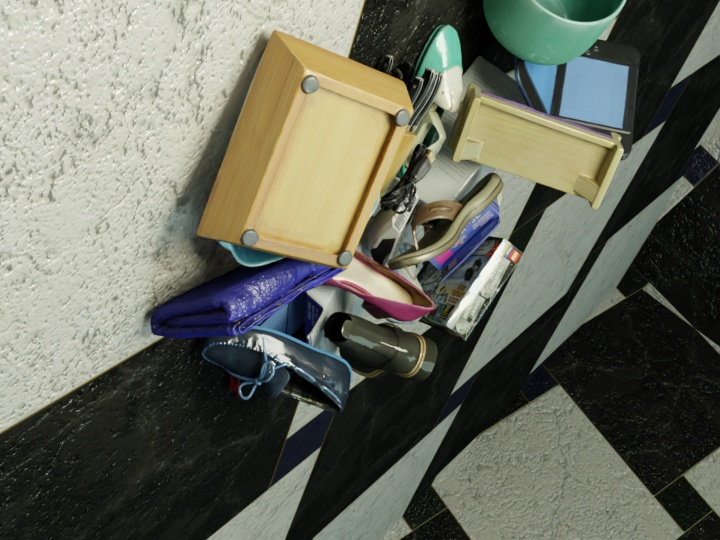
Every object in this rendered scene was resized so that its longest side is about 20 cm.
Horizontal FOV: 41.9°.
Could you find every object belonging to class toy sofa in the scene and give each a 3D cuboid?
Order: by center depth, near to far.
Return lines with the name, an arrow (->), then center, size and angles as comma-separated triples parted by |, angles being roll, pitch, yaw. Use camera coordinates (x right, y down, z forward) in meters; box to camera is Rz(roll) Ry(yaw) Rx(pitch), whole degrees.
toy sofa -> 0.211, -0.156, 1.145 | 0.098, 0.197, 0.084 | -76, -175, -65

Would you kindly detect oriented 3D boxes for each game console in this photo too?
game console -> 0.282, -0.264, 1.205 | 0.119, 0.168, 0.202 | 94, 10, -58
game console -> -0.104, 0.068, 1.235 | 0.176, 0.031, 0.201 | -40, 157, -30

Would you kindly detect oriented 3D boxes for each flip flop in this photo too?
flip flop -> 0.099, -0.067, 1.155 | 0.200, 0.058, 0.081 | -43, -167, -24

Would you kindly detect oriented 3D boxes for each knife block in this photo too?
knife block -> 0.021, -0.147, 1.090 | 0.175, 0.064, 0.201 | -42, 158, -23

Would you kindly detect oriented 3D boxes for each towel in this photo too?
towel -> -0.111, 0.021, 1.004 | 0.146, 0.050, 0.199 | -13, -169, 44

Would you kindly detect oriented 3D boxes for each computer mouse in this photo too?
computer mouse -> 0.039, -0.067, 1.159 | 0.201, 0.043, 0.111 | 109, 8, -58

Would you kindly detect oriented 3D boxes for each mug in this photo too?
mug -> 0.228, -0.329, 1.104 | 0.185, 0.152, 0.115 | -46, 177, -27

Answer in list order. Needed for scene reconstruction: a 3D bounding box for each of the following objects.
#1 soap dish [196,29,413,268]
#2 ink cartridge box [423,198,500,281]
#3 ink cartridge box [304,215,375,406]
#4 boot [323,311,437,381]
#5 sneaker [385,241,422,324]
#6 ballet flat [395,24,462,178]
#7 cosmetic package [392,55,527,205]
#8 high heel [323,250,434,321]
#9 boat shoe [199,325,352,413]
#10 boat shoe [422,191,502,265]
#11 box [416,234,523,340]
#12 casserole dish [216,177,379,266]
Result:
soap dish -> -0.047, -0.101, 0.883 | 0.156, 0.081, 0.202 | 13, 107, -37
ink cartridge box -> 0.140, -0.078, 1.330 | 0.119, 0.042, 0.201 | -44, -161, 23
ink cartridge box -> -0.040, 0.053, 1.263 | 0.201, 0.040, 0.201 | 96, 20, -56
boot -> -0.009, 0.085, 1.212 | 0.199, 0.137, 0.079 | -10, -118, 58
sneaker -> 0.045, 0.009, 1.330 | 0.201, 0.071, 0.073 | -100, -155, -65
ballet flat -> 0.088, -0.195, 1.144 | 0.067, 0.070, 0.202 | -17, 140, -48
cosmetic package -> 0.138, -0.170, 1.253 | 0.201, 0.101, 0.071 | -50, 161, -1
high heel -> 0.000, 0.000, 1.131 | 0.200, 0.095, 0.068 | 45, 56, -29
boat shoe -> -0.096, 0.118, 1.122 | 0.084, 0.197, 0.070 | 128, -28, -49
boat shoe -> 0.149, -0.072, 1.510 | 0.062, 0.074, 0.202 | 10, 136, -26
box -> 0.131, 0.015, 1.295 | 0.138, 0.040, 0.200 | -56, -163, -5
casserole dish -> -0.065, -0.083, 0.956 | 0.198, 0.039, 0.123 | -24, 126, -20
